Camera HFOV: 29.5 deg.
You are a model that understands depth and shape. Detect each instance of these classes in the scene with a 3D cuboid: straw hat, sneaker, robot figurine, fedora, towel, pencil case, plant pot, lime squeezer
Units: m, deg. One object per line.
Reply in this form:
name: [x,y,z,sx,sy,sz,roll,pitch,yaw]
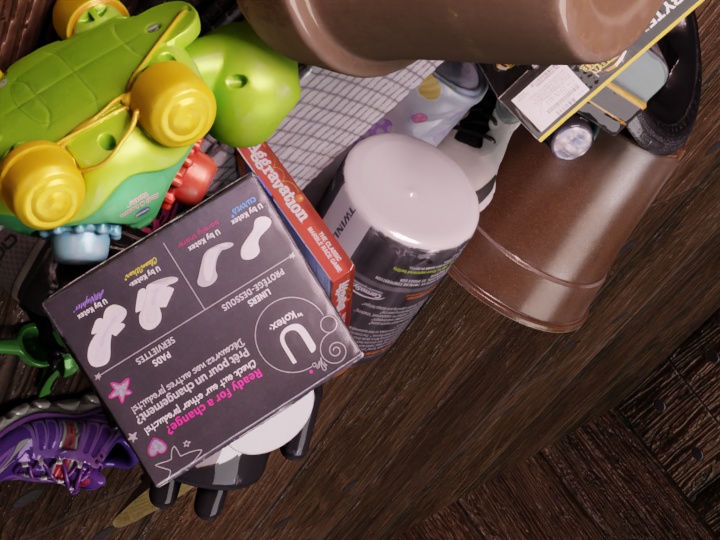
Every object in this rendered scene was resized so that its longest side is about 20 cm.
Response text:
straw hat: [-0.187,0.167,1.360,0.201,0.085,0.201,-35,170,-7]
sneaker: [-0.266,0.160,1.201,0.200,0.084,0.081,-11,149,-52]
robot figurine: [-0.128,0.113,1.194,0.150,0.125,0.201,6,107,-43]
sneaker: [0.093,-0.123,1.105,0.080,0.074,0.200,107,6,-47]
fedora: [0.211,-0.183,1.138,0.091,0.201,0.200,-9,-179,36]
towel: [-0.036,-0.134,0.881,0.200,0.086,0.166,-42,165,18]
pencil case: [0.010,-0.101,1.051,0.091,0.083,0.200,-9,149,-48]
plant pot: [0.057,-0.178,0.671,0.200,0.174,0.201,-30,132,-39]
sneaker: [-0.159,-0.026,0.913,0.200,0.088,0.074,-24,159,-35]
plant pot: [0.185,-0.081,1.279,0.200,0.200,0.198,-12,144,-52]
lime squeezer: [-0.259,0.064,1.067,0.070,0.038,0.200,-6,166,9]

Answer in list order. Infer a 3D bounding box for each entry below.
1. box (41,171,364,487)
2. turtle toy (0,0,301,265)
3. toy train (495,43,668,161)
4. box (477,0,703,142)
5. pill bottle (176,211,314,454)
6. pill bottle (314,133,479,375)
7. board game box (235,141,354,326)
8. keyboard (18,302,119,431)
box: [-0.091,0.035,0.779,0.132,0.115,0.200,-33,-178,-8]
turtle toy: [-0.122,-0.078,0.722,0.200,0.146,0.101,-32,135,-13]
toy train: [0.151,-0.167,0.997,0.085,0.200,0.114,29,123,-29]
box: [0.141,-0.193,0.909,0.160,0.200,0.049,-43,119,16]
pill bottle: [-0.109,0.045,0.975,0.111,0.200,0.111,-17,127,-24]
pill bottle: [0.000,0.000,1.012,0.106,0.106,0.200,-22,157,-38]
board game box: [-0.042,-0.007,0.886,0.019,0.103,0.200,-34,167,-12]
keyboard: [-0.183,0.067,0.991,0.127,0.200,0.021,29,98,-29]
